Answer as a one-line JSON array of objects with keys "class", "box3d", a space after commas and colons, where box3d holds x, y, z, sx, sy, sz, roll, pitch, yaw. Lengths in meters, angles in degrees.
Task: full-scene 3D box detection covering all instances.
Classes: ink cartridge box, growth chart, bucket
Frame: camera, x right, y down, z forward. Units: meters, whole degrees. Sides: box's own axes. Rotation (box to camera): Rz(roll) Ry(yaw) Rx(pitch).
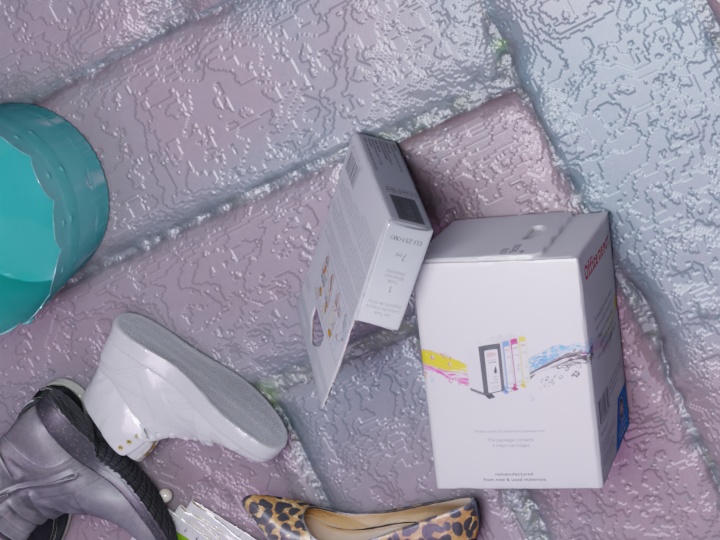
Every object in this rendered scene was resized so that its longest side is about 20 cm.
[{"class": "ink cartridge box", "box3d": [0.000, 0.000, 1.573, 0.043, 0.200, 0.174, 12, 112, -14]}, {"class": "growth chart", "box3d": [-0.140, 0.299, 1.803, 0.200, 0.018, 0.145, 26, 111, 11]}, {"class": "ink cartridge box", "box3d": [0.137, 0.065, 1.575, 0.144, 0.147, 0.201, -2, 105, 18]}, {"class": "bucket", "box3d": [-0.335, -0.053, 1.695, 0.206, 0.135, 0.208, 5, 106, 16]}]

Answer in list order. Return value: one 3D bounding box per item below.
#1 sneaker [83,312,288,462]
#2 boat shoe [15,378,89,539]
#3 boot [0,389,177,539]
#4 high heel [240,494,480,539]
[{"class": "sneaker", "box3d": [-0.166, 0.140, 1.739, 0.200, 0.074, 0.116, 36, 115, 15]}, {"class": "boat shoe", "box3d": [-0.313, 0.203, 1.804, 0.072, 0.068, 0.201, 19, 112, 10]}, {"class": "boot", "box3d": [-0.274, 0.216, 1.749, 0.132, 0.070, 0.200, -38, 103, 7]}, {"class": "high heel", "box3d": [0.004, 0.218, 1.699, 0.200, 0.071, 0.143, 29, 120, -10]}]
